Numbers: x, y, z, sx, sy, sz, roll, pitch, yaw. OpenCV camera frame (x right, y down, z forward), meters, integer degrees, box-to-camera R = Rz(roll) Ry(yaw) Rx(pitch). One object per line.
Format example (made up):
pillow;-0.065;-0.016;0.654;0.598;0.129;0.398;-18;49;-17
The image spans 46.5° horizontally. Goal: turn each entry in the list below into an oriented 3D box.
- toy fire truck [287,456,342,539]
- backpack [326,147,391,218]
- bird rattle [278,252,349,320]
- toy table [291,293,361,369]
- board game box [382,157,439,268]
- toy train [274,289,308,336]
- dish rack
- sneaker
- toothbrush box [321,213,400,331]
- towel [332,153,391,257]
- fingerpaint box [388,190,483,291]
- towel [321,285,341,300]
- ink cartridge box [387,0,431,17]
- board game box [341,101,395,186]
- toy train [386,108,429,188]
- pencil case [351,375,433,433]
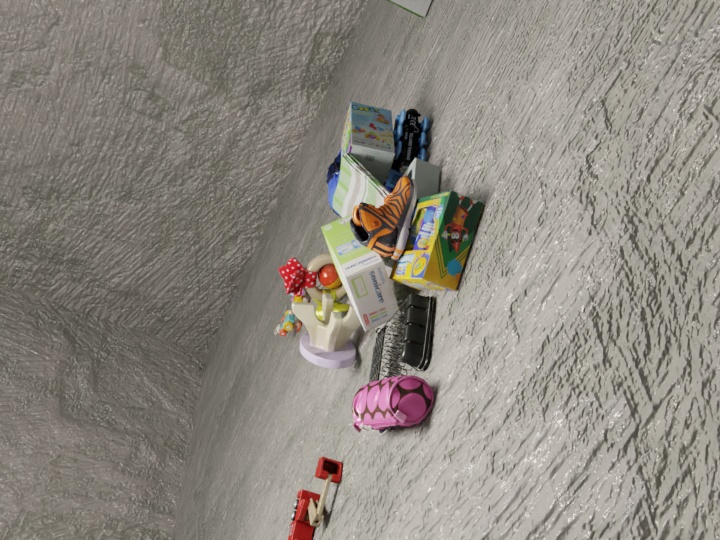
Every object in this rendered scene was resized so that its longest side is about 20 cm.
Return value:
toy fire truck;-0.099;0.500;1.737;0.141;0.048;0.202;135;150;-58
backpack;0.004;-0.216;2.071;0.168;0.161;0.201;-53;21;38
bird rattle;-0.098;0.024;2.098;0.163;0.200;0.113;-43;21;1
toy table;-0.071;0.133;1.897;0.200;0.182;0.119;-144;58;-62
board game box;0.097;-0.120;1.807;0.200;0.064;0.149;126;158;-50
toy train;-0.198;0.115;2.582;0.202;0.055;0.150;-69;13;-6
dish rack;0.070;0.146;1.585;0.200;0.054;0.155;126;160;-51
sneaker;0.044;-0.121;1.629;0.078;0.111;0.201;120;167;-49
toothbrush box;0.000;0.000;1.698;0.201;0.085;0.147;-119;8;-53
towel;0.003;-0.139;1.797;0.200;0.030;0.150;47;135;38
fingerpaint box;0.135;-0.052;1.560;0.200;0.073;0.169;-179;108;-75
towel;-0.054;-0.004;2.271;0.200;0.034;0.195;146;144;-69
ink cartridge box;0.111;-0.805;2.359;0.105;0.198;0.059;-66;15;11
board game box;0.014;-0.287;1.926;0.201;0.104;0.104;-90;14;-52
toy train;0.104;-0.286;1.957;0.115;0.086;0.202;119;163;-51
pencil case;0.051;0.239;1.472;0.094;0.091;0.200;-43;3;-25
